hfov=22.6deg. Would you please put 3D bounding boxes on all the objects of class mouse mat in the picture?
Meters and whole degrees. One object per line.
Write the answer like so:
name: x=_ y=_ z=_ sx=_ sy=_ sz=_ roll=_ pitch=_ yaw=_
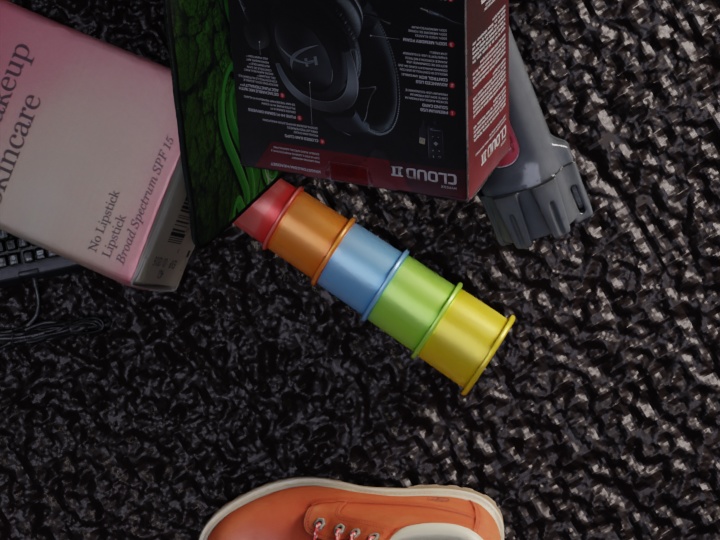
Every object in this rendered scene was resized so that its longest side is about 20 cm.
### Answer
mouse mat: x=-0.069 y=-0.132 z=1.051 sx=0.007 sy=0.161 sz=0.202 roll=10 pitch=121 yaw=22

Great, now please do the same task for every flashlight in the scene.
flashlight: x=0.072 y=-0.110 z=1.096 sx=0.068 sy=0.067 sz=0.201 roll=-34 pitch=114 yaw=-29

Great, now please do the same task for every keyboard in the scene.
keyboard: x=-0.215 y=-0.006 z=1.164 sx=0.198 sy=0.021 sz=0.128 roll=-12 pitch=94 yaw=5

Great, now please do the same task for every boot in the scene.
boot: x=-0.010 y=0.174 z=1.125 sx=0.198 sy=0.107 sz=0.076 roll=-5 pitch=96 yaw=5

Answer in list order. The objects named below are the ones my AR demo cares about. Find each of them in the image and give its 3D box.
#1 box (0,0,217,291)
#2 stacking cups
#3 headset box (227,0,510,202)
box: x=-0.188 y=-0.084 z=1.095 sx=0.198 sy=0.109 sz=0.129 roll=23 pitch=92 yaw=9
stacking cups: x=0.000 y=0.000 z=1.139 sx=0.199 sy=0.060 sz=0.061 roll=33 pitch=96 yaw=5
headset box: x=0.005 y=-0.135 z=1.023 sx=0.147 sy=0.077 sz=0.202 roll=10 pitch=122 yaw=23
